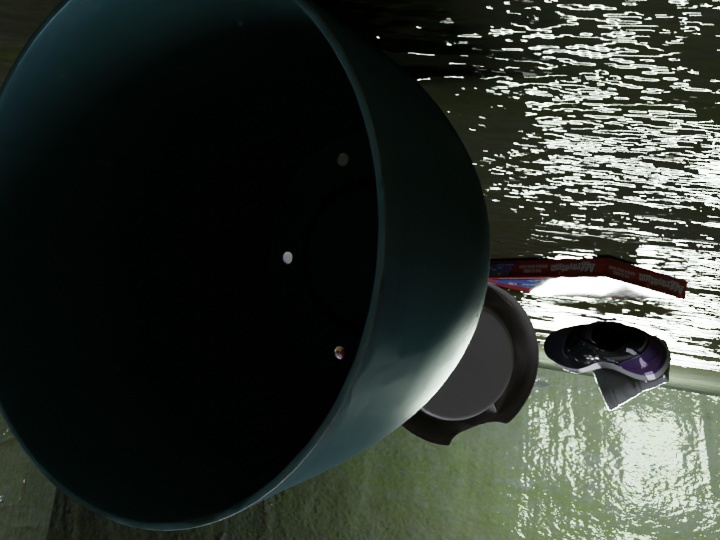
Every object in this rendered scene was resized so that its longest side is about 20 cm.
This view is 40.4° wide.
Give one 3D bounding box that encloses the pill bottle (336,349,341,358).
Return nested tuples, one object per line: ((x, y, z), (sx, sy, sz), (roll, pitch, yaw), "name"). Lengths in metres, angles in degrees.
((-0.051, 0.084, 1.440), (0.197, 0.111, 0.109), (23, 173, -4), "pill bottle")

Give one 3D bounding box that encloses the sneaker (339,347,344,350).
((-0.046, 0.053, 1.184), (0.199, 0.079, 0.076), (36, -160, -20), "sneaker")

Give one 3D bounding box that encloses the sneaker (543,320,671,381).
((0.327, 0.094, 1.359), (0.087, 0.077, 0.198), (38, 157, -34), "sneaker")

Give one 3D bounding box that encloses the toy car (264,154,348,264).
((-0.068, -0.010, 0.604), (0.172, 0.153, 0.200), (8, 173, 24), "toy car")

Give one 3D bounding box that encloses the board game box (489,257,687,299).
((0.202, 0.009, 0.941), (0.102, 0.020, 0.199), (12, 173, -29), "board game box")

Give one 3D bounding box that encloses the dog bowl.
((0.110, 0.103, 1.167), (0.197, 0.204, 0.059), (11, -173, -13), "dog bowl")

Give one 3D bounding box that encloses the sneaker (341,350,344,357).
((0.070, 0.143, 1.330), (0.196, 0.076, 0.081), (3, -179, 11), "sneaker")

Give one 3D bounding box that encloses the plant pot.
((-0.037, -0.009, 0.411), (0.198, 0.204, 0.160), (6, -179, 31), "plant pot")

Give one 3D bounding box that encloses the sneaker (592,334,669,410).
((0.398, 0.131, 1.443), (0.114, 0.074, 0.200), (-26, -163, 12), "sneaker")
